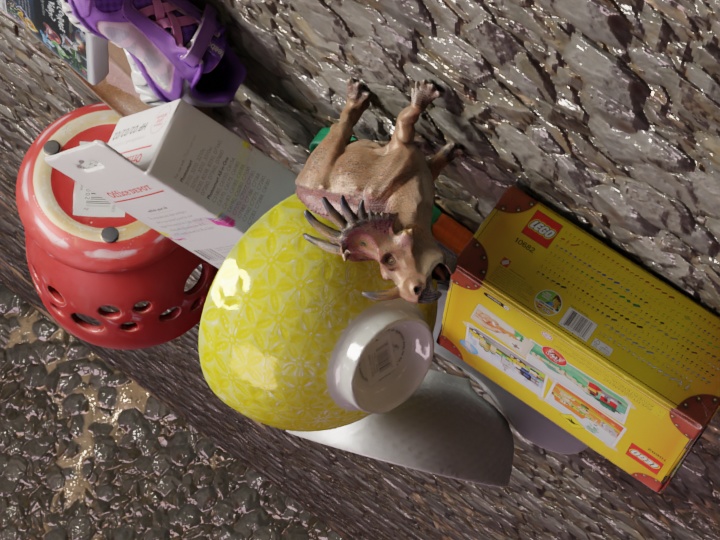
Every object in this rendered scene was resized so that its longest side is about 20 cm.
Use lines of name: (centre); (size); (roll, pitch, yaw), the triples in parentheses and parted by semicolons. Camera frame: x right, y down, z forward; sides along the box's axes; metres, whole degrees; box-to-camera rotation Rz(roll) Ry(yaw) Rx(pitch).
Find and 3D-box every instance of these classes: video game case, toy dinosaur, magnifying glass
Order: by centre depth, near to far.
toy dinosaur: (-0.001, -0.055, 1.152); (0.086, 0.136, 0.200); (46, 164, -29)
magnifying glass: (0.042, -0.046, 1.306); (0.200, 0.022, 0.080); (34, 165, 15)
video game case: (-0.270, -0.257, 1.332); (0.182, 0.023, 0.200); (40, 156, 11)

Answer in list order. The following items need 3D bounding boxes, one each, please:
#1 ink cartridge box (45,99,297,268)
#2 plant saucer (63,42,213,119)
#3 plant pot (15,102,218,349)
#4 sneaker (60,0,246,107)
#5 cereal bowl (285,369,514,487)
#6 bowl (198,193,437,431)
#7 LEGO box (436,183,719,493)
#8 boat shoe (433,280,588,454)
ink cartridge box: (-0.130, -0.069, 1.312); (0.200, 0.068, 0.115); (32, 160, -27)
plant saucer: (-0.197, -0.174, 1.465); (0.200, 0.037, 0.200); (36, 166, 10)
plant pot: (-0.226, -0.048, 1.618); (0.200, 0.201, 0.183); (35, 158, 13)
sneaker: (-0.146, -0.183, 1.251); (0.088, 0.081, 0.200); (21, 164, 31)
cereal bowl: (0.040, 0.123, 1.448); (0.199, 0.084, 0.200); (14, 178, 1)
bowl: (-0.009, 0.046, 1.251); (0.108, 0.200, 0.200); (36, 168, 40)
LEGO box: (0.158, 0.051, 1.174); (0.200, 0.077, 0.149); (34, 159, 12)
boat shoe: (0.121, 0.076, 1.428); (0.200, 0.071, 0.070); (37, -166, -11)
